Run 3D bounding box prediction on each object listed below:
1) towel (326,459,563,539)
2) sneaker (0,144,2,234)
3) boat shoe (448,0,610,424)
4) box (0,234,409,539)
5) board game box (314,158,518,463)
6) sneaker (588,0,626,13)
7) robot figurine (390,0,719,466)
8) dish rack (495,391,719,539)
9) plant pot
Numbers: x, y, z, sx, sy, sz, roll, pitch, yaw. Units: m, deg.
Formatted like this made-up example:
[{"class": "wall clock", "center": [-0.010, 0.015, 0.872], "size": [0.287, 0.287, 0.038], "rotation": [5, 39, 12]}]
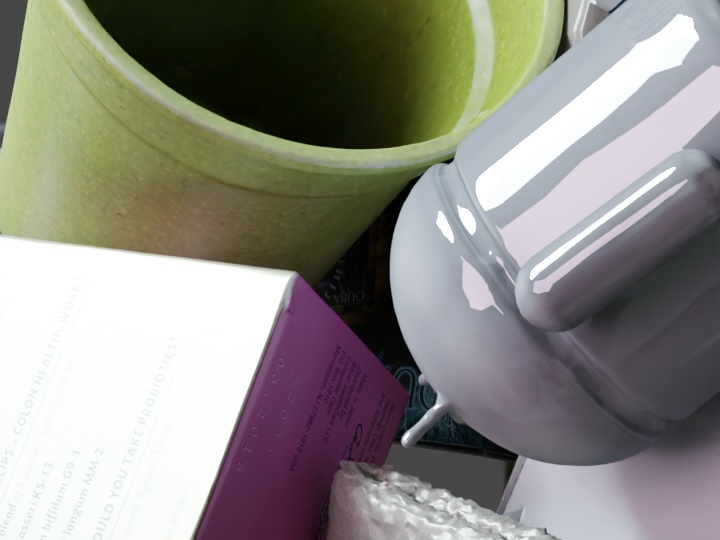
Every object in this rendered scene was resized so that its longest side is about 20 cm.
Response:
[{"class": "towel", "center": [0.054, 0.146, 0.948], "size": [0.200, 0.034, 0.133], "rotation": [21, 113, 49]}, {"class": "sneaker", "center": [-0.185, 0.025, 1.355], "size": [0.115, 0.075, 0.201], "rotation": [-105, 28, -54]}, {"class": "boat shoe", "center": [0.083, -0.035, 1.073], "size": [0.073, 0.062, 0.201], "rotation": [-165, 92, -70]}, {"class": "box", "center": [-0.112, 0.088, 1.038], "size": [0.199, 0.097, 0.177], "rotation": [7, 65, 31]}, {"class": "board game box", "center": [0.000, 0.000, 1.186], "size": [0.199, 0.028, 0.136], "rotation": [5, 84, 48]}, {"class": "sneaker", "center": [0.167, -0.145, 1.016], "size": [0.080, 0.076, 0.200], "rotation": [40, 98, -1]}, {"class": "robot figurine", "center": [0.090, -0.017, 0.937], "size": [0.200, 0.170, 0.113], "rotation": [-40, 84, 13]}, {"class": "dish rack", "center": [0.116, 0.051, 0.983], "size": [0.171, 0.044, 0.201], "rotation": [-2, 56, 49]}, {"class": "plant pot", "center": [-0.051, -0.069, 1.100], "size": [0.184, 0.199, 0.201], "rotation": [122, 140, -51]}]
